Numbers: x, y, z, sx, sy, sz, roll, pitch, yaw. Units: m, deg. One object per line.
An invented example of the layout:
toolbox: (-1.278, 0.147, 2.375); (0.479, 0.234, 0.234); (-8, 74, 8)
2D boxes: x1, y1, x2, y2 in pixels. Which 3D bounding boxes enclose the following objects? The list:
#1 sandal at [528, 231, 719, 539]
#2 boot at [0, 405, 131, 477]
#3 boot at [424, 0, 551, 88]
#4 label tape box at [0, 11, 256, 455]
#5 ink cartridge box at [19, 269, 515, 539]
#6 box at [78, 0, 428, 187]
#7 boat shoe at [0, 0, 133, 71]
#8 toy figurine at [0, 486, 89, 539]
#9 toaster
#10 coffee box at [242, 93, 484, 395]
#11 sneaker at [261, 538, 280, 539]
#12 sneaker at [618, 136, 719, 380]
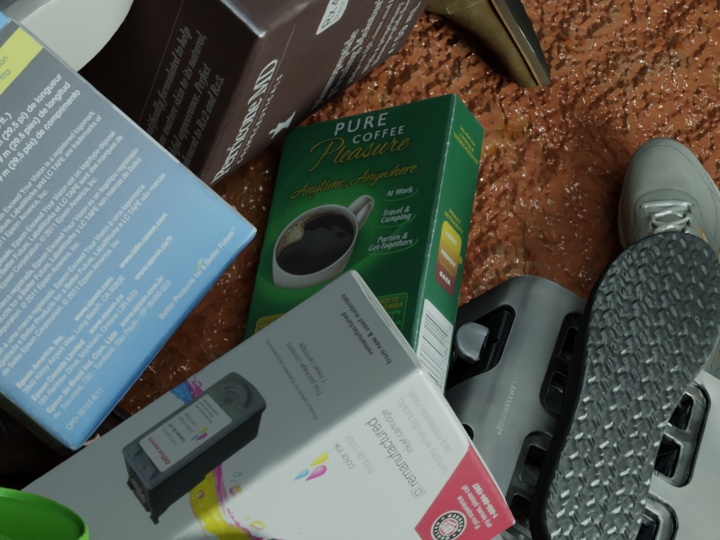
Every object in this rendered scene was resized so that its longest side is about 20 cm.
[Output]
sandal: (0.135, 0.066, 1.031); (0.075, 0.048, 0.201); (30, 69, -13)
boot: (-0.208, 0.119, 0.960); (0.200, 0.064, 0.186); (-37, 86, -33)
boot: (0.050, -0.190, 1.244); (0.200, 0.075, 0.074); (51, 13, -14)
label tape box: (-0.174, -0.027, 0.941); (0.200, 0.066, 0.143); (40, 75, -5)
ink cartridge box: (-0.043, 0.117, 0.937); (0.200, 0.148, 0.086); (-35, 47, -3)
box: (-0.068, -0.182, 1.094); (0.164, 0.166, 0.200); (44, 55, 9)
boat shoe: (-0.211, -0.113, 1.012); (0.069, 0.200, 0.072); (59, 15, 21)
toy figurine: (-0.233, 0.184, 0.851); (0.200, 0.150, 0.184); (10, 101, -4)
toaster: (0.112, 0.128, 1.084); (0.200, 0.119, 0.181); (31, 58, -12)
coffee box: (0.000, 0.000, 1.085); (0.044, 0.123, 0.200); (43, 46, -44)
sneaker: (-0.106, 0.184, 0.843); (0.079, 0.079, 0.200); (23, 54, 32)
sneaker: (0.199, -0.002, 1.194); (0.076, 0.092, 0.200); (-7, 64, 9)
